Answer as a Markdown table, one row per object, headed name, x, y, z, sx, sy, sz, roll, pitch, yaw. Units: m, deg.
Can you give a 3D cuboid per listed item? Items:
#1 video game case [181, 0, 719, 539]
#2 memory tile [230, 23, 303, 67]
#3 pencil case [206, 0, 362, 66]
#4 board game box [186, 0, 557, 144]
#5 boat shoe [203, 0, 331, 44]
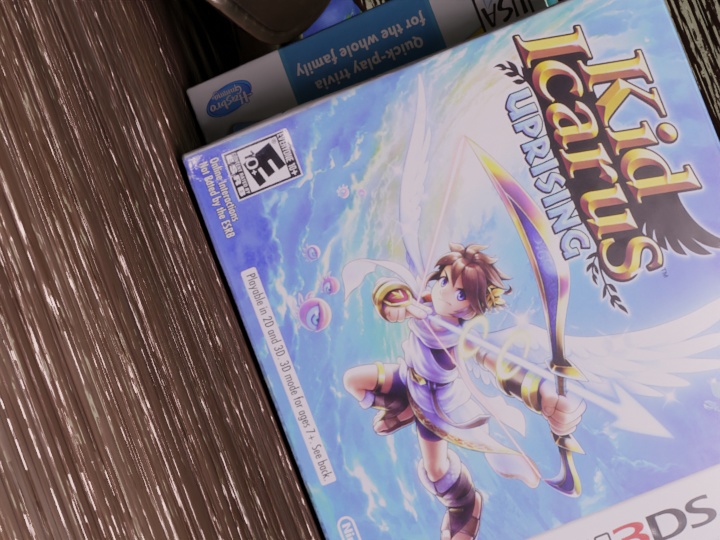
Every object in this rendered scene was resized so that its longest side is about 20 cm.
| name | x | y | z | sx | sy | sz | roll | pitch | yaw |
| --- | --- | --- | --- | --- | --- | --- | --- | --- | --- |
| video game case | 0.055 | 0.019 | 0.804 | 0.045 | 0.180 | 0.201 | 11 | 57 | -86 |
| memory tile | -0.043 | -0.095 | 1.048 | 0.201 | 0.017 | 0.154 | 85 | -10 | -51 |
| pencil case | -0.045 | -0.159 | 1.162 | 0.078 | 0.087 | 0.200 | 27 | -23 | 32 |
| board game box | 0.037 | -0.008 | 0.907 | 0.047 | 0.150 | 0.201 | -8 | 76 | -77 |
| boat shoe | -0.076 | -0.150 | 0.846 | 0.068 | 0.072 | 0.200 | 40 | -5 | 28 |
